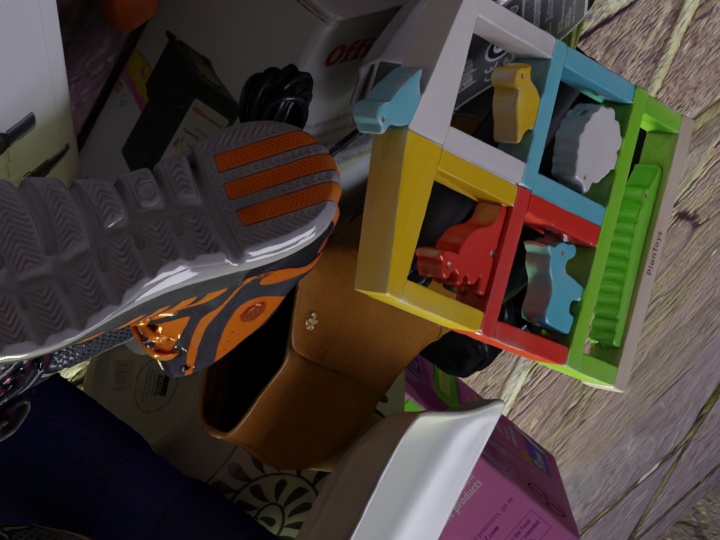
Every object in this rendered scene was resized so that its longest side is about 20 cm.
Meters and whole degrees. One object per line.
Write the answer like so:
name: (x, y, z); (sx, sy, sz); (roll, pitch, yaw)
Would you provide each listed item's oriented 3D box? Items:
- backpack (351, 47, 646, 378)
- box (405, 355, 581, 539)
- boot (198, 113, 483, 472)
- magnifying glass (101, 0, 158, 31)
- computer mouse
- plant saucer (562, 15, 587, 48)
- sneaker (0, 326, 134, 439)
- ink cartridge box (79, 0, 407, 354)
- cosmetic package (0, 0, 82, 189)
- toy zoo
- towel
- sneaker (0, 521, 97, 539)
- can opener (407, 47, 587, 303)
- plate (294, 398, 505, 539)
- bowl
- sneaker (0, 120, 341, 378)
backpack: (0.079, -0.048, 1.295); (0.200, 0.167, 0.127); (-40, -179, -30)
box: (0.020, 0.106, 1.289); (0.097, 0.200, 0.176); (-50, -174, 8)
boot: (-0.001, 0.000, 1.027); (0.202, 0.071, 0.144); (-67, 153, -6)
magnifying glass: (-0.093, -0.158, 0.842); (0.080, 0.022, 0.200); (-40, 162, -21)
computer mouse: (0.022, -0.092, 0.946); (0.200, 0.044, 0.110); (-35, 155, -18)
plant saucer: (0.111, -0.232, 1.016); (0.200, 0.048, 0.200); (90, 19, -65)
sneaker: (-0.176, 0.053, 0.939); (0.200, 0.075, 0.081); (-25, 154, -25)
ink cartridge box: (-0.046, -0.073, 1.029); (0.146, 0.083, 0.200); (-21, 148, -54)
cosmetic package: (-0.156, -0.070, 0.836); (0.083, 0.051, 0.200); (-41, 162, -20)
toy zoo: (0.065, -0.035, 0.921); (0.200, 0.020, 0.132); (22, 80, -45)
towel: (-0.128, 0.130, 1.095); (0.050, 0.200, 0.148); (-46, 169, -50)
sneaker: (-0.206, 0.139, 1.006); (0.200, 0.081, 0.075); (5, 130, -25)
can opener: (0.061, -0.045, 1.026); (0.063, 0.079, 0.200); (-49, -176, 38)
plate: (-0.006, 0.146, 1.050); (0.200, 0.032, 0.200); (-62, 166, 6)
bowl: (-0.083, 0.069, 1.144); (0.201, 0.201, 0.094); (-50, 137, 9)
sneaker: (-0.103, 0.012, 0.870); (0.199, 0.078, 0.112); (-13, 155, -13)
